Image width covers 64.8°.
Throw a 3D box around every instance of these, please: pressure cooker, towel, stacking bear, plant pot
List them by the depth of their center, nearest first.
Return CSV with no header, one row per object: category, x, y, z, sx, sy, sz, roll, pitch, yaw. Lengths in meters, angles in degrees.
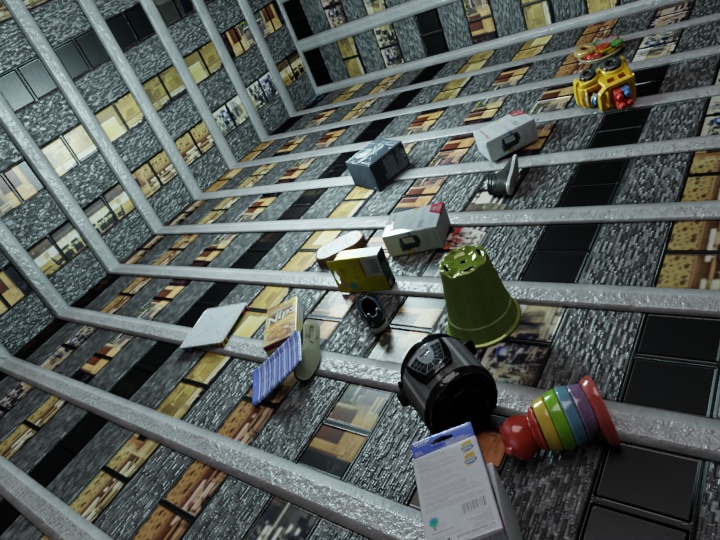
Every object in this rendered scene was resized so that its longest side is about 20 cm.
stacking bear,0.355,0.286,1.054,0.195,0.116,0.123,-26,29,12
pressure cooker,0.175,0.238,1.206,0.170,0.185,0.200,7,20,-22
plant pot,0.277,0.049,1.393,0.194,0.194,0.202,-19,29,11
towel,-0.236,0.270,1.581,0.200,0.024,0.146,-45,27,15

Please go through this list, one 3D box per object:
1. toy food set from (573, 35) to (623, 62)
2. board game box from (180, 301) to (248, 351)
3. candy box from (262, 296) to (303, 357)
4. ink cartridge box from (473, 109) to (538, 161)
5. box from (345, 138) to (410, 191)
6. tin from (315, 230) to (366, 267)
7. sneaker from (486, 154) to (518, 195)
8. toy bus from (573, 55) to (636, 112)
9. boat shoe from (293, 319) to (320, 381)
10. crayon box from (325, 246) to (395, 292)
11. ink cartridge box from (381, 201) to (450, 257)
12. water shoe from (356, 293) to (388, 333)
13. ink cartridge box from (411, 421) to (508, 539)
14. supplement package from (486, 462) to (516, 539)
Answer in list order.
toy food set,1.039,-0.959,2.460,0.192,0.050,0.202,-22,30,10
board game box,-0.508,0.198,1.984,0.194,0.026,0.203,-11,33,28
candy box,-0.237,0.175,1.762,0.112,0.056,0.202,-23,30,8
ink cartridge box,0.540,-0.504,2.121,0.195,0.084,0.147,-26,30,4
box,0.073,-0.452,2.408,0.195,0.126,0.198,-40,32,-18
tin,-0.072,-0.079,2.039,0.194,0.043,0.113,-26,34,4
sneaker,0.479,-0.326,1.923,0.096,0.072,0.203,-1,43,30
toy bus,0.885,-0.636,2.030,0.194,0.137,0.197,-21,46,15
boat shoe,-0.155,0.236,1.611,0.068,0.070,0.204,-51,21,37
crayon box,0.000,0.000,1.763,0.194,0.130,0.051,-5,34,33
ink cartridge box,0.183,-0.134,1.861,0.194,0.084,0.148,-10,34,28
water shoe,0.028,0.099,1.634,0.070,0.081,0.200,-29,29,-6
ink cartridge box,0.147,0.340,0.884,0.116,0.043,0.203,-24,32,11
supplement package,0.196,0.445,0.882,0.108,0.159,0.203,-20,30,14
